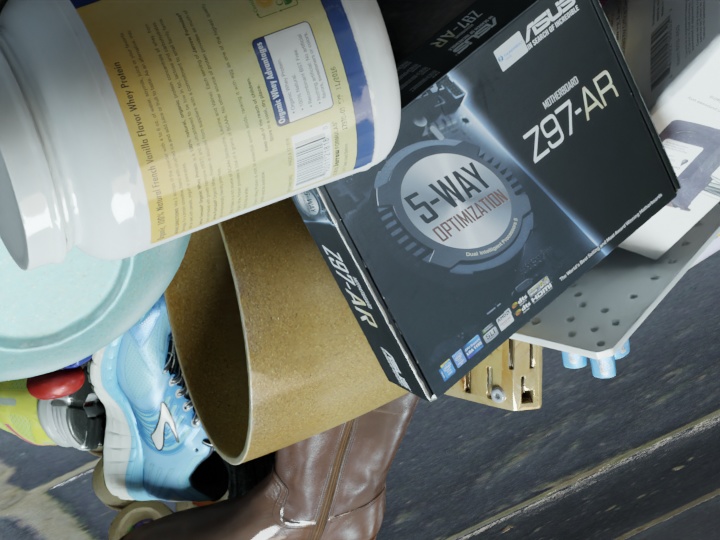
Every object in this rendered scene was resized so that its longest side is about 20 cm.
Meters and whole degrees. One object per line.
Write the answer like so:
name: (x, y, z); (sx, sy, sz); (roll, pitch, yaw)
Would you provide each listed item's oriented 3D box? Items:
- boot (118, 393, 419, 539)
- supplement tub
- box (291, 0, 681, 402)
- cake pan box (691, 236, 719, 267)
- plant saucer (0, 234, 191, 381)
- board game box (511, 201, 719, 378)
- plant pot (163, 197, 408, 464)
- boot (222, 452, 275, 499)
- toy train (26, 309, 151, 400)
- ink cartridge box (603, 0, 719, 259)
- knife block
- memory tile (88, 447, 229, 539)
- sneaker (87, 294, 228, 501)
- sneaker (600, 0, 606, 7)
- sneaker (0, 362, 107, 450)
boot: (-0.058, 0.118, 1.746); (0.186, 0.064, 0.200); (-9, 143, -19)
supplement tub: (-0.095, -0.090, 1.393); (0.199, 0.145, 0.144); (-21, 161, -15)
box: (0.068, -0.051, 1.535); (0.200, 0.043, 0.161); (-39, 122, -19)
cake pan box: (0.220, -0.062, 1.899); (0.184, 0.052, 0.200); (-32, -164, 22)
plant saucer: (-0.180, -0.011, 1.515); (0.200, 0.039, 0.202); (-12, 128, -16)
board game box: (0.119, -0.013, 1.755); (0.200, 0.199, 0.026); (-45, 135, -39)
plant pot: (0.000, 0.000, 1.627); (0.199, 0.187, 0.186); (-12, 159, -17)
boot: (-0.062, 0.060, 1.831); (0.079, 0.158, 0.211); (-18, 161, -21)
toy train: (-0.225, 0.026, 1.683); (0.199, 0.085, 0.116); (-5, -167, 32)
ink cartridge box: (0.194, -0.122, 1.658); (0.084, 0.145, 0.200); (21, 142, -18)
knife block: (0.072, 0.017, 1.845); (0.199, 0.064, 0.175); (13, -155, 33)
memory tile: (-0.110, 0.141, 1.941); (0.153, 0.200, 0.017); (-24, 143, -1)
sneaker: (-0.117, 0.074, 1.788); (0.090, 0.079, 0.200); (13, 139, 15)
sneaker: (0.096, -0.106, 1.688); (0.075, 0.090, 0.200); (-10, 157, -40)
sneaker: (-0.194, 0.081, 1.878); (0.090, 0.078, 0.200); (2, 176, 14)
